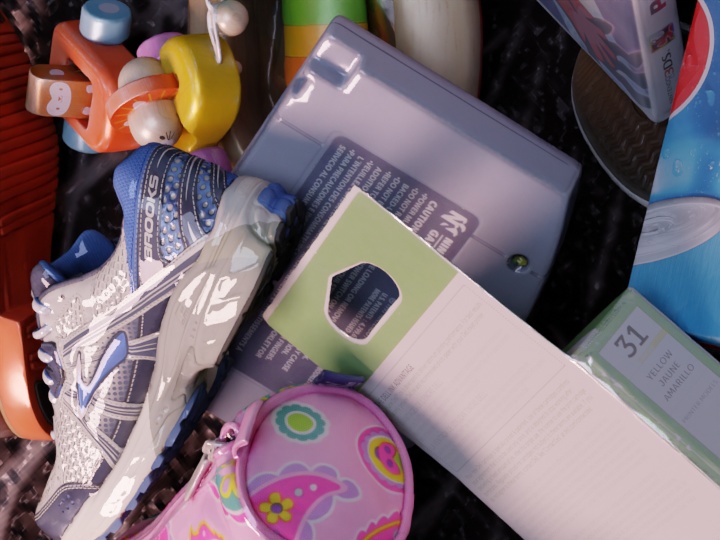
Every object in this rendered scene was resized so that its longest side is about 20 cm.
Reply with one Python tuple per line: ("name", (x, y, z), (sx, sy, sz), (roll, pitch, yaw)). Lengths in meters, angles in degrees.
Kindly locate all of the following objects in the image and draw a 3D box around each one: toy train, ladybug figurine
("toy train", (-0.099, -0.114, 1.200), (0.150, 0.056, 0.200), (52, 139, 41))
("ladybug figurine", (-0.004, -0.099, 1.207), (0.136, 0.072, 0.200), (6, 100, 30))

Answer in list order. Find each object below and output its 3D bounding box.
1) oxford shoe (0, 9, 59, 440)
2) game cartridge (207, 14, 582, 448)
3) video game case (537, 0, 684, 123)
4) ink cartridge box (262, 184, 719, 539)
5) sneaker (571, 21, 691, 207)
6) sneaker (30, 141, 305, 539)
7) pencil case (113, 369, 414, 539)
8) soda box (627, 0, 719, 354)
("oxford shoe", (-0.176, -0.021, 1.273), (0.072, 0.071, 0.200), (-4, 96, 25))
("game cartridge", (0.000, 0.000, 1.166), (0.133, 0.041, 0.200), (34, 130, -3))
("video game case", (0.053, -0.171, 1.117), (0.023, 0.182, 0.200), (-35, 59, -9))
("ink cartridge box", (0.067, 0.046, 1.097), (0.200, 0.146, 0.048), (42, 63, 3))
("sneaker", (0.169, -0.039, 1.161), (0.200, 0.085, 0.073), (39, 106, 39))
("sneaker", (-0.095, 0.027, 1.160), (0.085, 0.077, 0.200), (32, 122, 3))
("pencil case", (-0.053, 0.115, 1.180), (0.087, 0.087, 0.200), (59, 145, 11))
("soda box", (0.162, -0.066, 1.076), (0.068, 0.064, 0.200), (11, 85, 41))
